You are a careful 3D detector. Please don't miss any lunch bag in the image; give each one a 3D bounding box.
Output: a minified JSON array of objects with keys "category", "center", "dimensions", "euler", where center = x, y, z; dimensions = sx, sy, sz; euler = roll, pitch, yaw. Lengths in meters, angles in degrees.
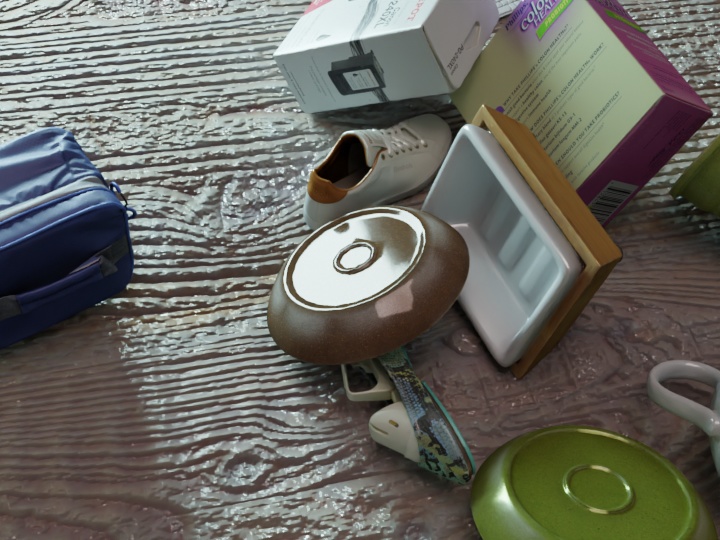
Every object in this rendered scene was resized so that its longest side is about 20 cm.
[{"category":"lunch bag","center":[-0.294,-0.022,0.869],"dimensions":[0.198,0.137,0.133],"euler":[-27,61,-23]}]

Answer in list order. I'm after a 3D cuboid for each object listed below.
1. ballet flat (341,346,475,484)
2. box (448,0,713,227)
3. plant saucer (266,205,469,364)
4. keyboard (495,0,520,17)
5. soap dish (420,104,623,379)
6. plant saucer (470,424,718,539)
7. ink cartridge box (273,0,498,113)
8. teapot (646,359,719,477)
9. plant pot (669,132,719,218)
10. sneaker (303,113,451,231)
[{"category":"ballet flat","center":[0.026,0.111,0.842],"dimensions":[0.073,0.075,0.201],"euler":[-18,48,-16]},{"category":"box","center":[0.212,-0.166,0.972],"dimensions":[0.096,0.176,0.202],"euler":[5,45,-43]},{"category":"plant saucer","center":[0.000,0.000,0.882],"dimensions":[0.197,0.037,0.202],"euler":[-15,37,12]},{"category":"keyboard","center":[0.183,-0.343,1.210],"dimensions":[0.198,0.011,0.057],"euler":[-26,60,-20]},{"category":"soap dish","center":[0.143,-0.028,0.901],"dimensions":[0.080,0.158,0.202],"euler":[-8,53,-30]},{"category":"plant saucer","center":[0.187,0.183,0.772],"dimensions":[0.196,0.032,0.201],"euler":[4,30,-2]},{"category":"ink cartridge box","center":[0.029,-0.252,1.035],"dimensions":[0.197,0.084,0.146],"euler":[-1,45,37]},{"category":"teapot","center":[0.376,0.120,0.812],"dimensions":[0.201,0.197,0.146],"euler":[49,18,-7]},{"category":"plant pot","center":[0.439,-0.082,0.948],"dimensions":[0.199,0.201,0.185],"euler":[-36,75,-26]},{"category":"sneaker","center":[0.026,-0.116,0.993],"dimensions":[0.073,0.085,0.199],"euler":[38,59,24]}]
